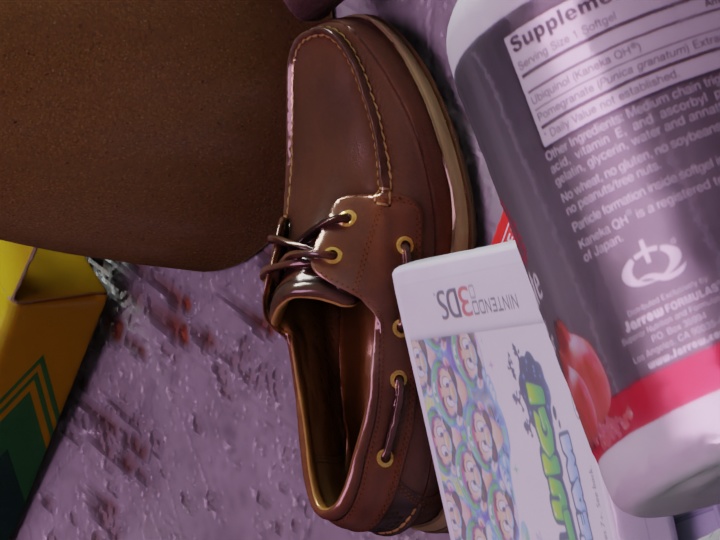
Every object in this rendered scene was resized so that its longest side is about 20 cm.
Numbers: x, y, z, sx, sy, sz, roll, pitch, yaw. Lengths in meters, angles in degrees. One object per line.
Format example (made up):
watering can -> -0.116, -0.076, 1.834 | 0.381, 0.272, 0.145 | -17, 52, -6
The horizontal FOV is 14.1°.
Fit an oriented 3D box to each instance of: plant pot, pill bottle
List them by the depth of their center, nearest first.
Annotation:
pill bottle -> 0.089, -0.041, 0.813 | 0.111, 0.111, 0.200 | -35, 69, 47
plant pot -> -0.144, -0.088, 1.161 | 0.186, 0.200, 0.187 | 5, 97, 51

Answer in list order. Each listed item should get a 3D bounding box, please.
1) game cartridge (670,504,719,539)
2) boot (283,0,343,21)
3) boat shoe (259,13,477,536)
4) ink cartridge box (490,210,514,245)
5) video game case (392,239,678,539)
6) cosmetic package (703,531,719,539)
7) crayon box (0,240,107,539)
game cartridge -> 0.130, 0.003, 0.881 | 0.133, 0.040, 0.200 | -27, 75, 49
boot -> 0.002, -0.207, 1.068 | 0.166, 0.072, 0.200 | -23, 78, 48
boat shoe -> 0.000, 0.000, 1.087 | 0.072, 0.068, 0.200 | -19, 77, 51
ink cartridge box -> 0.106, -0.039, 0.967 | 0.176, 0.045, 0.200 | 42, 123, 41
video game case -> 0.064, 0.089, 0.973 | 0.182, 0.024, 0.200 | 168, 90, -74
cosmetic package -> 0.199, 0.148, 0.713 | 0.200, 0.165, 0.165 | 34, 140, 45
crayon box -> -0.179, 0.020, 1.325 | 0.127, 0.051, 0.200 | 56, 137, 34
